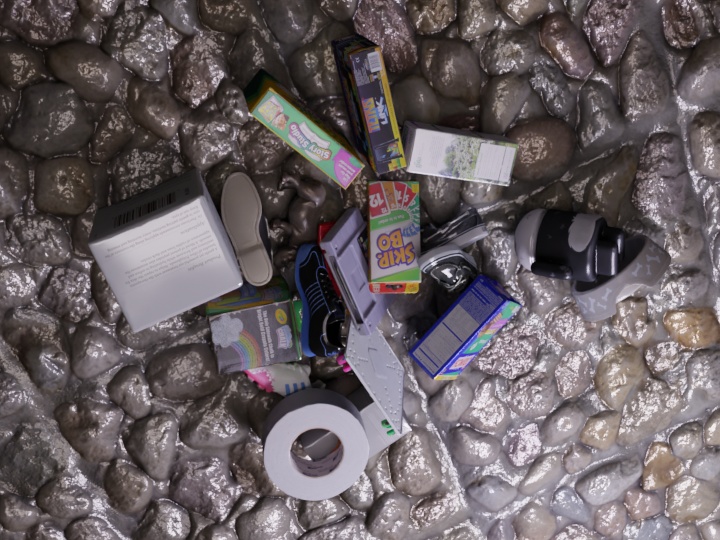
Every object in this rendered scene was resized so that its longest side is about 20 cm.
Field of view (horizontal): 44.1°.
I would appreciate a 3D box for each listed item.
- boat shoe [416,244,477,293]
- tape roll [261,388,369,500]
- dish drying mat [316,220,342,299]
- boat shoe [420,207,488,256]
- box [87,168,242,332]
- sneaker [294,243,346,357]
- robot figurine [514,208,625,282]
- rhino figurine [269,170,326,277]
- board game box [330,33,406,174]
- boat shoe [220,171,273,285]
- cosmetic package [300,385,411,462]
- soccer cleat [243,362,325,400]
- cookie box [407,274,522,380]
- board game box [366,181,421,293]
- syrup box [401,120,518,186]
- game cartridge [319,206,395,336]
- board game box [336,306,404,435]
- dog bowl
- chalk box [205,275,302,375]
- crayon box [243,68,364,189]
[{"bbox_3d":[0.172,0.003,1.617,0.072,0.071,0.199,-32,159,26],"label":"boat shoe"},{"bbox_3d":[-0.085,0.326,1.665,0.198,0.066,0.202,-3,109,-8],"label":"tape roll"},{"bbox_3d":[-0.055,0.007,1.637,0.076,0.018,0.202,-16,120,-45],"label":"dish drying mat"},{"bbox_3d":[0.136,-0.054,1.652,0.199,0.072,0.068,-27,81,14],"label":"boat shoe"},{"bbox_3d":[-0.322,-0.039,1.483,0.197,0.200,0.173,-24,112,-3],"label":"box"},{"bbox_3d":[-0.064,0.050,1.553,0.077,0.070,0.202,-7,86,34],"label":"sneaker"},{"bbox_3d":[0.383,-0.046,1.642,0.198,0.150,0.126,10,92,28],"label":"robot figurine"},{"bbox_3d":[-0.117,-0.077,1.589,0.086,0.060,0.202,9,110,-12],"label":"rhino figurine"},{"bbox_3d":[0.012,-0.280,1.479,0.056,0.165,0.202,-17,113,-7],"label":"board game box"},{"bbox_3d":[-0.197,-0.072,1.568,0.072,0.063,0.202,-14,90,3],"label":"boat shoe"},{"bbox_3d":[-0.011,0.313,1.752,0.199,0.090,0.107,-31,113,4],"label":"cosmetic package"},{"bbox_3d":[-0.147,0.198,1.682,0.087,0.070,0.200,-53,128,-4],"label":"soccer cleat"},{"bbox_3d":[0.199,0.111,1.671,0.075,0.171,0.200,45,100,18],"label":"cookie box"},{"bbox_3d":[0.060,-0.060,1.607,0.094,0.030,0.202,-1,88,-10],"label":"board game box"},{"bbox_3d":[0.172,-0.209,1.587,0.198,0.082,0.080,6,108,-14],"label":"syrup box"},{"bbox_3d":[0.000,0.000,1.614,0.038,0.130,0.201,-5,121,36],"label":"game cartridge"},{"bbox_3d":[0.022,0.176,1.647,0.026,0.201,0.201,-24,115,18],"label":"board game box"},{"bbox_3d":[0.487,0.009,1.685,0.200,0.200,0.059,-40,98,5],"label":"dog bowl"},{"bbox_3d":[-0.174,0.093,1.610,0.198,0.124,0.126,-10,112,-9],"label":"chalk box"},{"bbox_3d":[-0.096,-0.237,1.469,0.199,0.173,0.058,37,100,-22],"label":"crayon box"}]
